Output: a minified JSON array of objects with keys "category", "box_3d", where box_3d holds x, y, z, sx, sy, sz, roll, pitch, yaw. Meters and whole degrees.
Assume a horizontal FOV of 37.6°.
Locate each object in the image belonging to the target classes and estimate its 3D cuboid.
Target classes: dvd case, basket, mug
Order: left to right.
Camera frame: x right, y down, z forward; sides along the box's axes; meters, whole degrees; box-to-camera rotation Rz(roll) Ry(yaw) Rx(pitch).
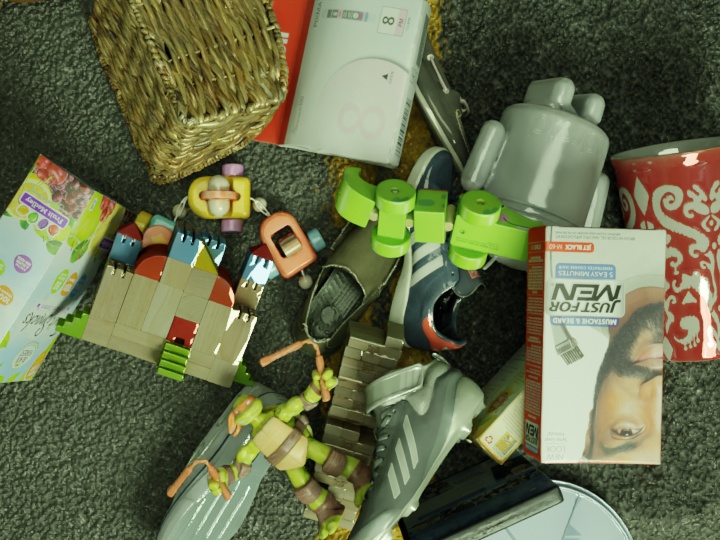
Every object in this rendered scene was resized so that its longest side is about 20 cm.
[{"category":"basket","box_3d":[-0.165,-0.213,1.041,0.141,0.149,0.202,-21,81,-27]},{"category":"dvd case","box_3d":[0.102,0.217,0.989,0.141,0.200,0.018,-24,91,-3]},{"category":"mug","box_3d":[0.345,-0.026,1.043,0.175,0.133,0.203,-10,98,-10]}]

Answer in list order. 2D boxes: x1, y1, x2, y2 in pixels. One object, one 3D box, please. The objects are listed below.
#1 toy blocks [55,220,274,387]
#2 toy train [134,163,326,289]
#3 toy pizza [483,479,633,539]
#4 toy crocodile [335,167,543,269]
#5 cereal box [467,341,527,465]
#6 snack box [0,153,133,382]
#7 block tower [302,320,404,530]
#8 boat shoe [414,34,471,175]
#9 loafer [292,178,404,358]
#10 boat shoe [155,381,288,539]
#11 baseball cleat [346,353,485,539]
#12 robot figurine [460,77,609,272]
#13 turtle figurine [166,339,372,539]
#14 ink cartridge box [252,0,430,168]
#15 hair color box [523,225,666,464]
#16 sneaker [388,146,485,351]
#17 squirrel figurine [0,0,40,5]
[{"category":"toy blocks","box_3d":[-0.171,0.019,1.009,0.198,0.100,0.138,20,100,-15]},{"category":"toy train","box_3d":[-0.142,-0.022,1.058,0.198,0.056,0.152,-26,89,-4]},{"category":"toy pizza","box_3d":[0.186,0.314,1.075,0.197,0.032,0.204,0,87,-2]},{"category":"toy crocodile","box_3d":[0.071,-0.050,0.986,0.197,0.062,0.068,10,131,6]},{"category":"cereal box","box_3d":[0.179,0.094,1.027,0.040,0.144,0.200,44,87,-2]},{"category":"snack box","box_3d":[-0.305,0.005,0.992,0.067,0.169,0.201,32,87,2]},{"category":"block tower","box_3d":[-0.008,0.147,1.033,0.057,0.054,0.203,15,105,-3]},{"category":"boat shoe","box_3d":[0.074,-0.196,1.072,0.056,0.067,0.202,-28,86,1]},{"category":"loafer","box_3d":[0.000,0.000,1.058,0.075,0.070,0.202,28,87,-2]},{"category":"boat shoe","box_3d":[-0.139,0.203,1.047,0.201,0.067,0.074,-51,129,-6]},{"category":"baseball cleat","box_3d":[0.027,0.163,0.953,0.106,0.070,0.200,38,63,6]},{"category":"robot figurine","box_3d":[0.176,-0.087,1.049,0.168,0.113,0.203,19,87,-22]},{"category":"turtle figurine","box_3d":[-0.072,0.173,0.988,0.161,0.064,0.200,43,94,-6]},{"category":"ink cartridge box","box_3d":[-0.042,-0.198,1.044,0.197,0.057,0.165,12,90,11]},{"category":"hair color box","box_3d":[0.204,0.064,0.927,0.109,0.064,0.203,1,90,-6]},{"category":"sneaker","box_3d":[0.086,-0.018,1.042,0.084,0.075,0.203,12,103,34]},{"category":"squirrel figurine","box_3d":[-0.349,-0.323,0.993,0.199,0.187,0.142,-34,90,-4]}]
